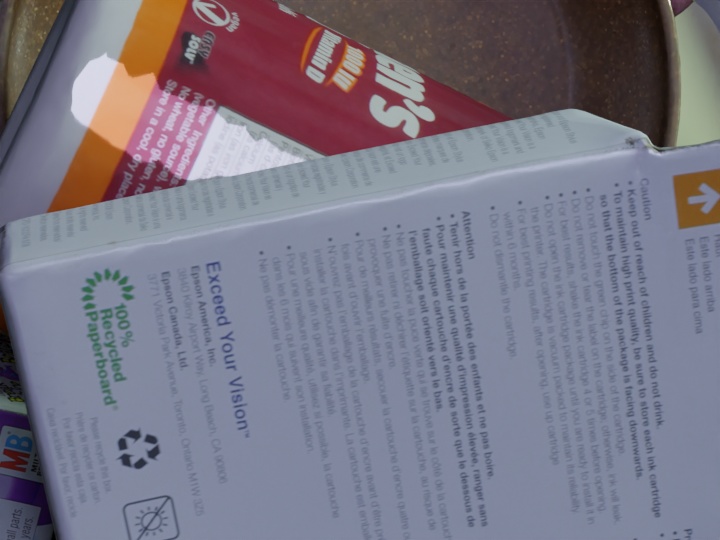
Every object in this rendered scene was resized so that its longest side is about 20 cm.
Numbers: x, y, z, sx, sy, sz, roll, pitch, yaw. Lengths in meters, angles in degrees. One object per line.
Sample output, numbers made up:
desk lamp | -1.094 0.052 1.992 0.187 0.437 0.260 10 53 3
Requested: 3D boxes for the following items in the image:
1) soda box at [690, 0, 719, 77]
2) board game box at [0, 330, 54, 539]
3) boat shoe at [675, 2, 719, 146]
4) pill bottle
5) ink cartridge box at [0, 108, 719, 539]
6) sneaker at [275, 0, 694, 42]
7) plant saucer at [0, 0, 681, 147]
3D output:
soda box | 0.136 -0.121 0.894 0.063 0.068 0.200 -27 96 -43
board game box | -0.185 0.050 0.689 0.199 0.105 0.103 13 102 -14
boat shoe | 0.077 0.008 0.857 0.074 0.063 0.202 23 62 -34
pill bottle | 0.000 0.000 0.708 0.200 0.110 0.110 25 63 -11
ink cartridge box | 0.027 0.064 0.653 0.199 0.041 0.200 -9 113 -1
sneaker | 0.004 -0.085 0.832 0.199 0.075 0.090 10 96 -3
plant saucer | -0.007 -0.052 0.775 0.200 0.037 0.201 -1 95 -9
